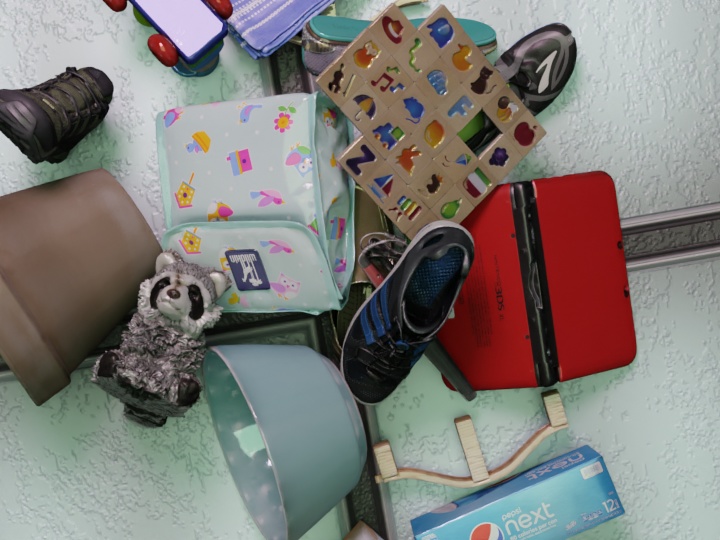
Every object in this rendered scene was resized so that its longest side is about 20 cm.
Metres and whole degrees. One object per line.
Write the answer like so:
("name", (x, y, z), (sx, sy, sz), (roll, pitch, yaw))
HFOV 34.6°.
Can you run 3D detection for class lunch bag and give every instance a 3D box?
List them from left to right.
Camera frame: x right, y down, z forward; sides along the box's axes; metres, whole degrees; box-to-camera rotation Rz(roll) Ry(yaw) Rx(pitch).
("lunch bag", (-0.094, -0.057, 1.088), (0.170, 0.122, 0.200), (-2, 89, 19))

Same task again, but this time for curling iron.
("curling iron", (0.060, 0.047, 1.106), (0.050, 0.026, 0.200), (-29, 108, 7))

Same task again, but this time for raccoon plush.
("raccoon plush", (-0.192, 0.063, 1.090), (0.097, 0.200, 0.134), (27, 67, -17))

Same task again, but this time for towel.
("towel", (-0.106, -0.317, 1.123), (0.145, 0.024, 0.200), (-40, 83, -6))

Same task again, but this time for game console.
("game console", (0.168, 0.011, 1.164), (0.172, 0.119, 0.200), (-7, 92, 30))

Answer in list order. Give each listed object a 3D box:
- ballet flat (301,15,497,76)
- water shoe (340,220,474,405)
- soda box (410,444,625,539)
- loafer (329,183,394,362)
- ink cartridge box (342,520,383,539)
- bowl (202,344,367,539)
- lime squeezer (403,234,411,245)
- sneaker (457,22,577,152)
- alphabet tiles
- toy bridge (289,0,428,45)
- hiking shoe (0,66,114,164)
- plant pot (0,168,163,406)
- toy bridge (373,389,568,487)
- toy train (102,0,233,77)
("ballet flat", (0.035, -0.211, 1.128), (0.200, 0.072, 0.072), (-3, 92, -20))
("water shoe", (0.036, 0.046, 1.050), (0.071, 0.079, 0.200), (25, 110, -6))
("soda box", (0.153, 0.244, 1.147), (0.200, 0.068, 0.064), (-23, 92, 0))
("loafer", (0.000, 0.000, 1.135), (0.076, 0.067, 0.200), (-6, 92, -1))
("ink cartridge box", (-0.033, 0.331, 1.080), (0.050, 0.200, 0.162), (42, 90, -2))
("bowl", (-0.065, 0.151, 1.093), (0.105, 0.201, 0.201), (-18, 93, -20))
("lime squeezer", (0.028, -0.116, 1.130), (0.038, 0.071, 0.200), (-22, 92, 0))
("sneaker", (0.133, -0.164, 1.124), (0.200, 0.083, 0.071), (-37, 93, 0))
("alphabet tiles", (0.057, -0.137, 1.061), (0.167, 0.008, 0.200), (-45, 115, -3))
("toy bridge", (-0.032, -0.257, 1.145), (0.200, 0.027, 0.067), (-7, 93, -1))
("hiking shoe", (-0.278, -0.154, 1.057), (0.101, 0.200, 0.076), (-44, 98, -1))
("plant pot", (-0.285, -0.003, 1.083), (0.173, 0.200, 0.200), (-35, 93, -17))
("toy bridge", (0.111, 0.180, 1.156), (0.200, 0.027, 0.067), (-17, 92, 1))
("toy train", (-0.208, -0.271, 1.102), (0.085, 0.116, 0.200), (-43, 87, -8))
